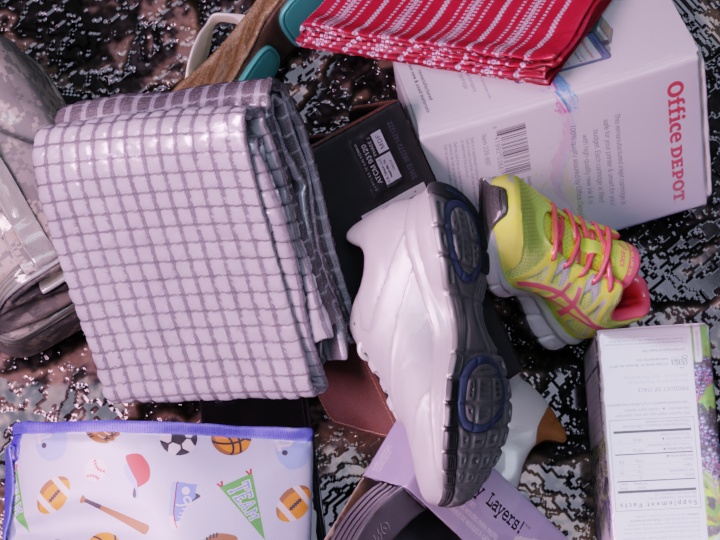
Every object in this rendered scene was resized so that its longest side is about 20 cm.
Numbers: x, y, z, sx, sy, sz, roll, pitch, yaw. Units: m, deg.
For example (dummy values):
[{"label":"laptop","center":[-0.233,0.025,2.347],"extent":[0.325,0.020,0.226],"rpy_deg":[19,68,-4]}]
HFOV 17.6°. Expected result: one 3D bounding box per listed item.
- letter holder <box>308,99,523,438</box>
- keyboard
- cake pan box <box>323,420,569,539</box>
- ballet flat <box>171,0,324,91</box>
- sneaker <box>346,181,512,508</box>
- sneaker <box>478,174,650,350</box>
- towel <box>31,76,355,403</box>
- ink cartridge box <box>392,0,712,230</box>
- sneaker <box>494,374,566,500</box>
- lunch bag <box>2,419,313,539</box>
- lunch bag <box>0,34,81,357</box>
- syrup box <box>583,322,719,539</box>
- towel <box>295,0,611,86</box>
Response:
[{"label":"letter holder","center":[0.000,0.000,1.563],"extent":[0.100,0.142,0.201],"rpy_deg":[-30,102,-21]},{"label":"keyboard","center":[-0.088,0.169,1.597],"extent":[0.126,0.021,0.202],"rpy_deg":[-6,76,-3]},{"label":"cake pan box","center":[0.047,0.216,1.498],"extent":[0.200,0.052,0.185],"rpy_deg":[46,67,-33]},{"label":"ballet flat","center":[-0.072,-0.173,1.664],"extent":[0.072,0.068,0.200],"rpy_deg":[33,82,27]},{"label":"sneaker","center":[0.040,0.050,1.447],"extent":[0.087,0.074,0.202],"rpy_deg":[-15,72,32]},{"label":"sneaker","center":[0.137,-0.012,1.538],"extent":[0.090,0.200,0.079],"rpy_deg":[-8,66,22]},{"label":"towel","center":[-0.100,-0.018,1.462],"extent":[0.164,0.086,0.201],"rpy_deg":[-4,117,25]},{"label":"ink cartridge box","center":[0.132,-0.093,1.590],"extent":[0.198,0.146,0.088],"rpy_deg":[-15,46,-3]},{"label":"sneaker","center":[0.064,0.164,1.572],"extent":[0.085,0.073,0.200],"rpy_deg":[41,84,-1]},{"label":"lunch bag","center":[-0.135,0.184,1.521],"extent":[0.198,0.124,0.172],"rpy_deg":[2,78,-9]},{"label":"lunch bag","center":[-0.243,-0.058,1.573],"extent":[0.139,0.168,0.201],"rpy_deg":[-30,78,-8]},{"label":"syrup box","center":[0.200,0.143,1.575],"extent":[0.081,0.079,0.202],"rpy_deg":[-3,76,-2]},{"label":"towel","center":[0.072,-0.184,1.578],"extent":[0.199,0.023,0.145],"rpy_deg":[11,43,27]}]
